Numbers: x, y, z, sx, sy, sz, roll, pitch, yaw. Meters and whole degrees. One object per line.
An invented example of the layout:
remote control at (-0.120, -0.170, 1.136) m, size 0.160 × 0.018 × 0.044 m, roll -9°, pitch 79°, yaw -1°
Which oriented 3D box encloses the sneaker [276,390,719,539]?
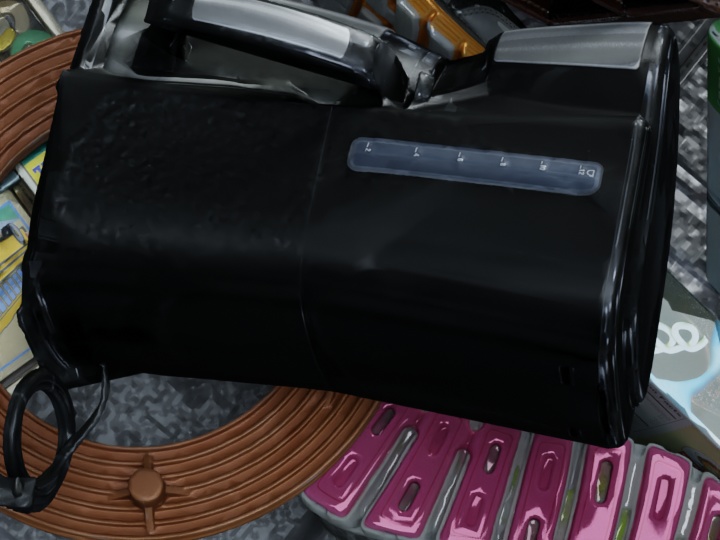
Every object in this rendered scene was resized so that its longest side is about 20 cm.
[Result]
sneaker at (0.065, 0.097, 1.036) m, size 0.200 × 0.087 × 0.074 m, roll 18°, pitch 76°, yaw 4°

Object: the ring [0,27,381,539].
ring at (-0.080, 0.000, 1.012) m, size 0.200 × 0.019 × 0.201 m, roll -1°, pitch 71°, yaw 2°

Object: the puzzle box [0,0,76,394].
puzzle box at (-0.170, -0.003, 1.046) m, size 0.200 × 0.025 × 0.133 m, roll -37°, pitch 91°, yaw -11°

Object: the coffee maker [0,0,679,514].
coffee maker at (0.000, 0.000, 0.935) m, size 0.200 × 0.135 × 0.192 m, roll 9°, pitch 90°, yaw 13°

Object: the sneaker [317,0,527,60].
sneaker at (0.006, -0.140, 1.066) m, size 0.200 × 0.078 × 0.077 m, roll 45°, pitch 73°, yaw -1°

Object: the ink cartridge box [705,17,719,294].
ink cartridge box at (0.204, -0.053, 1.018) m, size 0.147 × 0.200 × 0.083 m, roll -37°, pitch 66°, yaw -12°

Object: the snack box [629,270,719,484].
snack box at (0.143, 0.070, 1.040) m, size 0.200 × 0.116 × 0.037 m, roll 44°, pitch 79°, yaw -2°

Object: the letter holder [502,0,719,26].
letter holder at (0.073, -0.202, 0.952) m, size 0.142 × 0.101 × 0.200 m, roll 24°, pitch 80°, yaw -27°
